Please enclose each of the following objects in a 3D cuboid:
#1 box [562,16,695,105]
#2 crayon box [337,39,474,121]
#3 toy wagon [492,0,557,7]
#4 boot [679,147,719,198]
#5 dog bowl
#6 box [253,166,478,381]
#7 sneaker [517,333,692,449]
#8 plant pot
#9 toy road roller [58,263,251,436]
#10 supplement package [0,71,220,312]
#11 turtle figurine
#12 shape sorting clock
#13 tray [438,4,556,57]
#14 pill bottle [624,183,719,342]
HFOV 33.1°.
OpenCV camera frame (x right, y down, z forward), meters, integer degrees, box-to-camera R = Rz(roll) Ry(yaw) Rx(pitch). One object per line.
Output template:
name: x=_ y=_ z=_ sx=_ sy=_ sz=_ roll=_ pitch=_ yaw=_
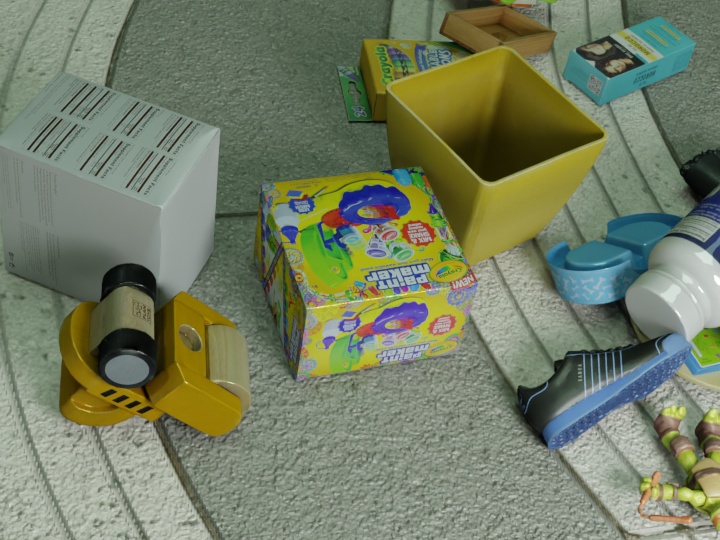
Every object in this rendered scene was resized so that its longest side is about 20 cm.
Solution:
box: x=0.401 y=-0.314 z=1.806 sx=0.198 sy=0.050 sz=0.082 roll=-25 pitch=55 yaw=-31
crayon box: x=0.074 y=-0.265 z=1.692 sx=0.197 sy=0.052 sz=0.127 roll=-1 pitch=46 yaw=-12
toy wagon: x=0.228 y=-0.446 z=1.886 sx=0.197 sy=0.040 sz=0.155 roll=19 pitch=29 yaw=7
boot: x=0.480 y=-0.086 z=1.582 sx=0.196 sy=0.074 sz=0.163 roll=-14 pitch=52 yaw=-33
dog bowl: x=0.314 y=-0.014 z=1.469 sx=0.198 sy=0.050 sz=0.111 roll=-22 pitch=24 yaw=-29
box: x=0.000 y=0.000 z=1.368 sx=0.197 sy=0.123 sz=0.194 roll=-8 pitch=49 yaw=-18
sneaker: x=0.264 y=0.111 z=1.320 sx=0.198 sy=0.070 sz=0.078 roll=-29 pitch=59 yaw=-11
plant pot: x=0.148 y=-0.125 z=1.481 sx=0.198 sy=0.178 sz=0.200 roll=-22 pitch=53 yaw=-30
toy road roller: x=-0.222 y=0.102 z=1.248 sx=0.199 sy=0.146 sz=0.124 roll=32 pitch=32 yaw=-34
supplement package: x=-0.275 y=-0.077 z=1.338 sx=0.197 sy=0.193 sz=0.148 roll=21 pitch=46 yaw=9
turtle figurine: x=0.374 y=0.217 z=1.269 sx=0.196 sy=0.065 sz=0.162 roll=-3 pitch=38 yaw=-1
shape sorting clock: x=0.414 y=0.067 z=1.441 sx=0.196 sy=0.040 sz=0.202 roll=5 pitch=45 yaw=-5
tray: x=0.202 y=-0.344 z=1.762 sx=0.098 sy=0.037 sz=0.199 roll=32 pitch=27 yaw=20
pill bottle: x=0.400 y=-0.006 z=1.388 sx=0.199 sy=0.120 sz=0.119 roll=-40 pitch=62 yaw=-20
